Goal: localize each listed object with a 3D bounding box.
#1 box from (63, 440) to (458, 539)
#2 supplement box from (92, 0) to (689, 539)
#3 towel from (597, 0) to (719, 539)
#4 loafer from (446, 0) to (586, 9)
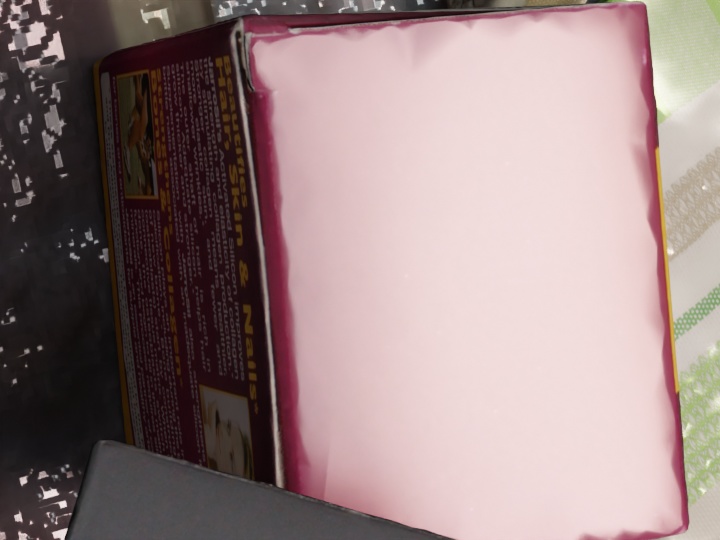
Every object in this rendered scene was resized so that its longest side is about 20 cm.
[{"bbox_3d":[-0.041,0.169,0.653,0.104,0.182,0.201,15,67,1],"label":"box"},{"bbox_3d":[0.000,0.000,0.774,0.103,0.200,0.132,-5,94,-14],"label":"supplement box"},{"bbox_3d":[0.123,0.004,0.921,0.149,0.031,0.200,-38,104,-18],"label":"towel"},{"bbox_3d":[0.099,-0.137,0.884,0.070,0.075,0.200,39,77,-14],"label":"loafer"}]
